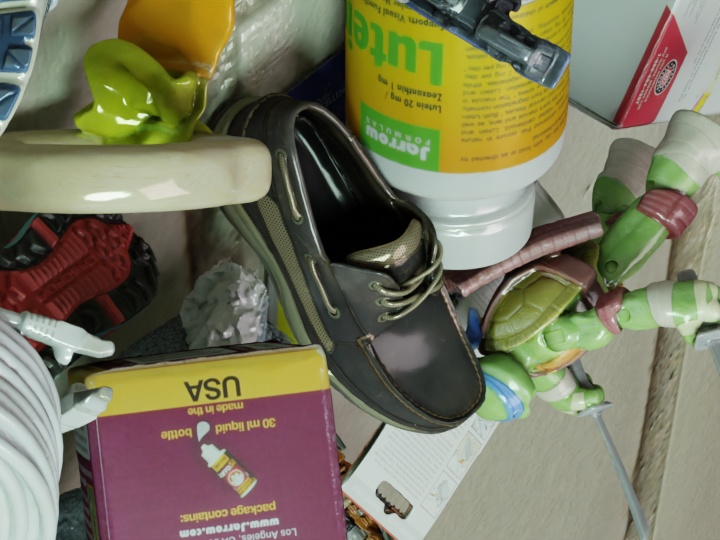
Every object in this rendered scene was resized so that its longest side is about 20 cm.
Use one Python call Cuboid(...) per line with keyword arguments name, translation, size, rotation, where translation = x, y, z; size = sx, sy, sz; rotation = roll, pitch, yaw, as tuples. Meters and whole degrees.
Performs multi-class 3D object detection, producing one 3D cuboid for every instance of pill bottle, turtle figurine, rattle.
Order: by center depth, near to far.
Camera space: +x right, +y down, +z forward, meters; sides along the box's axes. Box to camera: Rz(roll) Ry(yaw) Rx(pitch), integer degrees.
Cuboid(name="rattle", translation=(-0.135, -0.079, 1.010), size=(0.200, 0.130, 0.143), rotation=(-1, 113, -30))
Cuboid(name="pill bottle", translation=(0.048, -0.104, 1.227), size=(0.111, 0.111, 0.200), rotation=(-35, 138, -39))
Cuboid(name="turtle figurine", translation=(0.151, 0.027, 1.324), size=(0.194, 0.200, 0.144), rotation=(-60, 162, -22))

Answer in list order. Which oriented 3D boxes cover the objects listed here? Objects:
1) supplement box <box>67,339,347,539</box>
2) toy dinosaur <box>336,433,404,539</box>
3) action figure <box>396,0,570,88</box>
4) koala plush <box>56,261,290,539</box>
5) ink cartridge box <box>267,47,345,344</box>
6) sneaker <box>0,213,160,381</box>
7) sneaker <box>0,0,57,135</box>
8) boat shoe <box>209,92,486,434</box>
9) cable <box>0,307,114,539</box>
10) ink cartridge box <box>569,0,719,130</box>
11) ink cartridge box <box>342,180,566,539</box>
Cuboid(name="supplement box", translation=(-0.061, 0.133, 1.056), size=(0.131, 0.103, 0.200), rotation=(180, -96, -79))
Cuboid(name="toy dinosaur", translation=(-0.011, 0.175, 1.449), size=(0.102, 0.136, 0.200), rotation=(-14, 92, -36))
Cuboid(name="action figure", translation=(0.022, -0.166, 1.037), size=(0.105, 0.200, 0.193), rotation=(-55, 150, 3))
Cuboid(name="koala plush", translation=(-0.088, 0.103, 1.215), size=(0.200, 0.184, 0.177), rotation=(-62, 159, -19))
Cuboid(name="ink cartridge box", translation=(0.025, -0.056, 1.361), size=(0.198, 0.047, 0.200), rotation=(-40, 152, -33))
Cuboid(name="sneaker", translation=(-0.164, 0.037, 1.061), size=(0.096, 0.079, 0.200), rotation=(-43, 172, 30))
Cuboid(name="sneaker", translation=(-0.137, -0.109, 0.925), size=(0.085, 0.077, 0.200), rotation=(50, 58, -78))
Cuboid(name="boat shoe", translation=(0.000, 0.000, 1.217), size=(0.075, 0.073, 0.200), rotation=(-48, 110, -28))
Cuboid(name="cable", translation=(-0.210, 0.079, 0.933), size=(0.200, 0.069, 0.200), rotation=(21, 129, -33))
Cuboid(name="ink cartridge box", translation=(0.194, -0.170, 1.487), size=(0.200, 0.083, 0.146), rotation=(-12, 130, -57))
Cuboid(name="ink cartridge box", translation=(0.046, 0.046, 1.384), size=(0.200, 0.050, 0.109), rotation=(-56, 146, -10))
